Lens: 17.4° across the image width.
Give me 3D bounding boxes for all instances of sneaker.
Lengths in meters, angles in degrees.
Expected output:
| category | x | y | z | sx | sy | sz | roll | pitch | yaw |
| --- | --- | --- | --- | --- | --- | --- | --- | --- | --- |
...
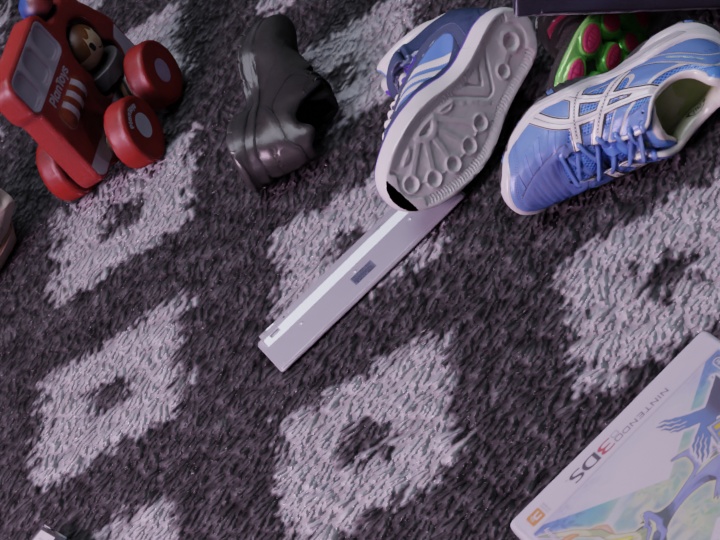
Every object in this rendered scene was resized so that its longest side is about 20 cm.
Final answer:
| category | x | y | z | sx | sy | sz | roll | pitch | yaw |
| --- | --- | --- | --- | --- | --- | --- | --- | --- | --- |
| sneaker | -0.061 | -0.153 | 2.064 | 0.090 | 0.076 | 0.201 | -17 | 45 | 19 |
| sneaker | 0.177 | -0.178 | 1.826 | 0.083 | 0.077 | 0.201 | -28 | 24 | 33 |
| sneaker | 0.050 | -0.127 | 1.896 | 0.201 | 0.081 | 0.146 | -56 | 24 | -18 |
| sneaker | 0.185 | -0.106 | 1.714 | 0.199 | 0.076 | 0.077 | -37 | 27 | 11 |

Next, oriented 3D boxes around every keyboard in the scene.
| category | x | y | z | sx | sy | sz | roll | pitch | yaw |
| --- | --- | --- | --- | --- | --- | --- | --- | --- | --- |
| keyboard | 0.000 | 0.000 | 1.858 | 0.200 | 0.011 | 0.056 | -44 | 36 | -3 |

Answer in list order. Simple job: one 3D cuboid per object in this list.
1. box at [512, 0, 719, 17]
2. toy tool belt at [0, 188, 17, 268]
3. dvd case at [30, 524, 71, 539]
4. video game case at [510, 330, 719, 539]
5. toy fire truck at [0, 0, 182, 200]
| category | x | y | z | sx | sy | sz | roll | pitch | yaw |
| --- | --- | --- | --- | --- | --- | --- | --- | --- | --- |
| box | 0.208 | -0.297 | 1.799 | 0.196 | 0.124 | 0.201 | -3 | 38 | 1 |
| toy tool belt | -0.416 | -0.003 | 2.244 | 0.200 | 0.125 | 0.123 | -51 | 1 | -20 |
| dvd case | -0.234 | 0.276 | 1.768 | 0.146 | 0.022 | 0.199 | -52 | 34 | -15 |
| video game case | 0.203 | 0.140 | 1.448 | 0.182 | 0.022 | 0.200 | -44 | 32 | -3 |
| toy fire truck | -0.266 | -0.178 | 2.214 | 0.112 | 0.168 | 0.201 | -22 | 37 | 29 |
